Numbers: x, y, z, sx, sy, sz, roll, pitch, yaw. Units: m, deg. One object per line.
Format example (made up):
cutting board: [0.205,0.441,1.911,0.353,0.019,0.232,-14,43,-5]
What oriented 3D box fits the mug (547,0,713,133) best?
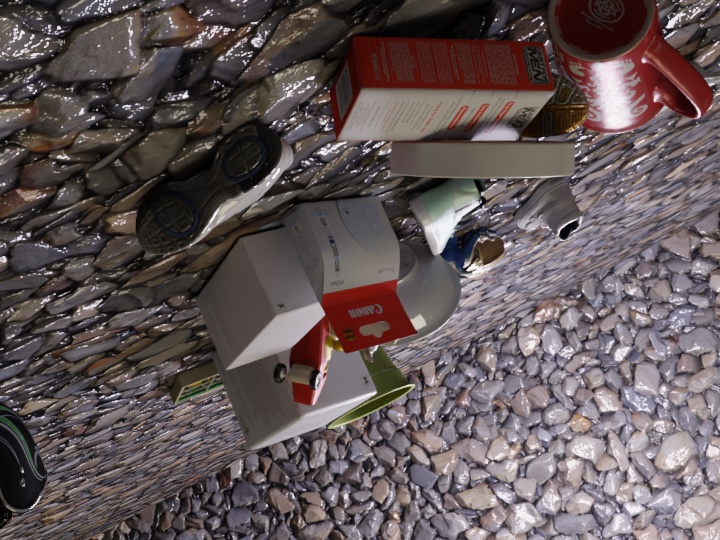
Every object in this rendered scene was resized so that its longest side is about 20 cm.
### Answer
mug: [0.292,-0.244,1.056,0.177,0.134,0.200,2,170,20]

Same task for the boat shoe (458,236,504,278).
boat shoe: [0.196,-0.021,1.835,0.199,0.074,0.066,-21,171,-22]

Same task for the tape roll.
tape roll: [0.132,-0.124,1.060,0.202,0.037,0.203,1,-171,0]

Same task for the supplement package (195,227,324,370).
supplement package: [-0.129,0.037,1.358,0.119,0.122,0.200,-16,164,-34]

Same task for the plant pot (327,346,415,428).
plant pot: [-0.017,0.198,2.005,0.200,0.190,0.200,-25,167,-6]

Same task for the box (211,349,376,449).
box: [-0.121,0.187,1.758,0.199,0.201,0.171,-10,161,-47]

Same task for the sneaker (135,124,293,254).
sneaker: [-0.150,-0.076,1.023,0.200,0.075,0.087,-30,171,17]

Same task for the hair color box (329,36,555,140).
hair color box: [0.079,-0.178,0.964,0.199,0.061,0.102,-2,159,-17]

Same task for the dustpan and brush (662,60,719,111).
dustpan and brush: [0.502,-0.283,1.459,0.200,0.057,0.139,-32,165,20]

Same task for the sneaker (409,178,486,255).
sneaker: [0.145,-0.088,1.500,0.118,0.074,0.200,-28,167,1]

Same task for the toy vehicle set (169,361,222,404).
toy vehicle set: [-0.269,0.199,1.894,0.199,0.027,0.124,-20,165,-24]

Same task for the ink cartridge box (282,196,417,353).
ink cartridge box: [0.000,0.000,1.291,0.047,0.200,0.160,-36,163,38]

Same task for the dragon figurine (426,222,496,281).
dragon figurine: [0.145,-0.033,1.728,0.199,0.100,0.059,-4,164,-9]

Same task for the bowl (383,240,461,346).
bowl: [0.057,0.018,1.571,0.201,0.201,0.090,-26,134,0]

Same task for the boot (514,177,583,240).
boot: [0.351,-0.093,1.806,0.073,0.096,0.200,-23,166,-13]

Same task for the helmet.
helmet: [-0.534,0.256,1.289,0.200,0.191,0.200,-31,-159,14]

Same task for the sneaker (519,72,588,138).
sneaker: [0.158,-0.186,1.090,0.199,0.076,0.088,4,-174,21]

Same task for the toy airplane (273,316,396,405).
toy airplane: [-0.067,0.084,1.527,0.199,0.200,0.141,-38,169,13]
